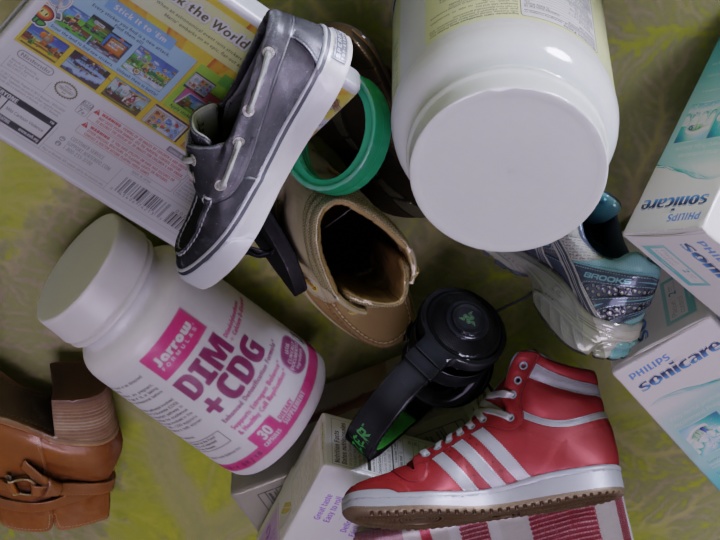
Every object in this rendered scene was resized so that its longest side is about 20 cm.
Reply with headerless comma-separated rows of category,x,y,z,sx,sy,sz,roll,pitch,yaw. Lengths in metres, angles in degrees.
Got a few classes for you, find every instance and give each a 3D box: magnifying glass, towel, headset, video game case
magnifying glass,-0.054,-0.100,1.362,0.022,0.199,0.080,12,93,-43
towel,0.106,0.224,1.514,0.198,0.023,0.145,-13,128,6
headset,0.056,0.046,1.462,0.094,0.200,0.124,44,164,11
video game case,-0.132,-0.116,1.297,0.199,0.023,0.182,33,123,-26

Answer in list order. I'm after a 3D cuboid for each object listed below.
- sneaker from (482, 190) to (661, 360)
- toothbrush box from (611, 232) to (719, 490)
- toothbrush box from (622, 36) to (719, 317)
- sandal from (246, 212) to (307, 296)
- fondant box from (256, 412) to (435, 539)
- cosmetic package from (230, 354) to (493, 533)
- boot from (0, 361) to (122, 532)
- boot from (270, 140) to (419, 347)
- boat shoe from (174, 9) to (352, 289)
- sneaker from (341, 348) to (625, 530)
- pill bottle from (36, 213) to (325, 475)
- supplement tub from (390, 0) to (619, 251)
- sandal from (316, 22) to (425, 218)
sneaker,0.137,-0.032,1.405,0.077,0.200,0.087,-1,129,-46
toothbrush box,0.262,0.069,1.480,0.085,0.147,0.200,-32,119,23
toothbrush box,0.285,-0.067,1.349,0.146,0.201,0.085,36,160,-25
sandal,-0.109,-0.057,1.411,0.045,0.075,0.200,-39,91,-12
fondant box,0.037,0.197,1.539,0.198,0.058,0.145,17,128,-15
cosmetic package,0.009,0.141,1.586,0.199,0.088,0.104,-21,128,15
boot,-0.286,0.140,1.604,0.198,0.074,0.156,5,132,0
boot,0.000,0.000,1.433,0.073,0.155,0.201,-34,121,-6
boat shoe,-0.079,-0.075,1.270,0.067,0.072,0.201,20,125,-21
sneaker,0.080,0.118,1.446,0.198,0.113,0.071,-7,165,-2
pill bottle,-0.132,0.053,1.505,0.200,0.114,0.113,37,120,-24
supplement tub,0.091,-0.121,1.313,0.144,0.201,0.146,1,128,1
sandal,0.012,-0.109,1.415,0.081,0.055,0.200,3,148,32
